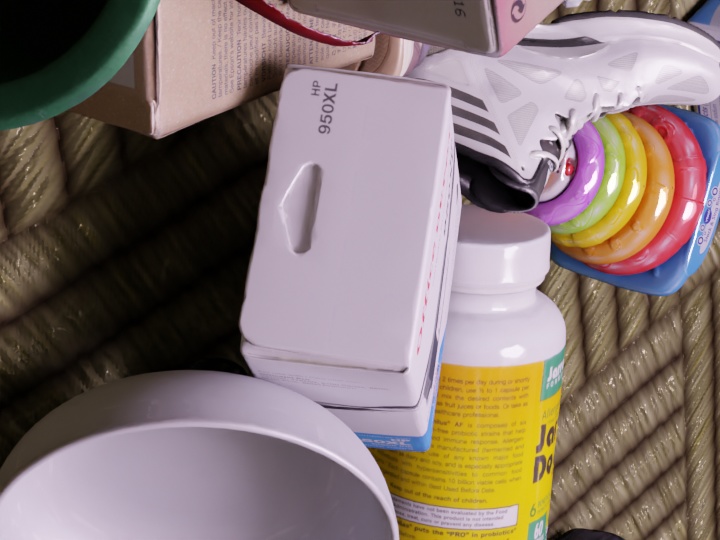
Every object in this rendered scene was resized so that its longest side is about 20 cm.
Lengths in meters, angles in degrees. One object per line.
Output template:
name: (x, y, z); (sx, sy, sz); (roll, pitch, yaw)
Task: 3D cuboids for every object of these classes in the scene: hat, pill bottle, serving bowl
hat: (-0.130, -0.138, 1.005); (0.166, 0.200, 0.176); (-34, 177, 14)
pill bottle: (0.059, 0.069, 1.340); (0.113, 0.113, 0.200); (-17, 117, -49)
serving bowl: (-0.082, 0.110, 1.134); (0.200, 0.200, 0.066); (59, 21, -46)

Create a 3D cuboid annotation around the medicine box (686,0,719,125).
medicine box: (0.350, -0.152, 1.568); (0.182, 0.200, 0.103); (-45, 138, -34)

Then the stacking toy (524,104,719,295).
stacking toy: (0.122, -0.060, 1.382); (0.200, 0.110, 0.116); (15, 92, -52)

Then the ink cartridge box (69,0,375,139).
ink cartridge box: (-0.069, -0.182, 1.099); (0.165, 0.075, 0.200); (-24, 123, -45)

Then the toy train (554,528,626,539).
toy train: (0.117, 0.252, 1.530); (0.200, 0.085, 0.114); (-28, 113, -43)

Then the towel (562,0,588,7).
towel: (0.113, -0.269, 1.287); (0.171, 0.048, 0.200); (-73, 157, -51)

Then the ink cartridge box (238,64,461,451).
ink cartridge box: (0.000, 0.000, 1.166); (0.200, 0.084, 0.145); (73, 24, -75)

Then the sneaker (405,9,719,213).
sneaker: (0.111, -0.080, 1.289); (0.200, 0.076, 0.116); (3, 67, -15)

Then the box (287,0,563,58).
box: (0.062, -0.203, 1.095); (0.200, 0.128, 0.109); (-43, 135, -36)

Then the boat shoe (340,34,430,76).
boat shoe: (0.011, -0.194, 1.209); (0.065, 0.072, 0.200); (-26, 118, -61)

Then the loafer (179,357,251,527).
loafer: (-0.062, 0.120, 1.244); (0.070, 0.068, 0.201); (-53, 145, -42)
